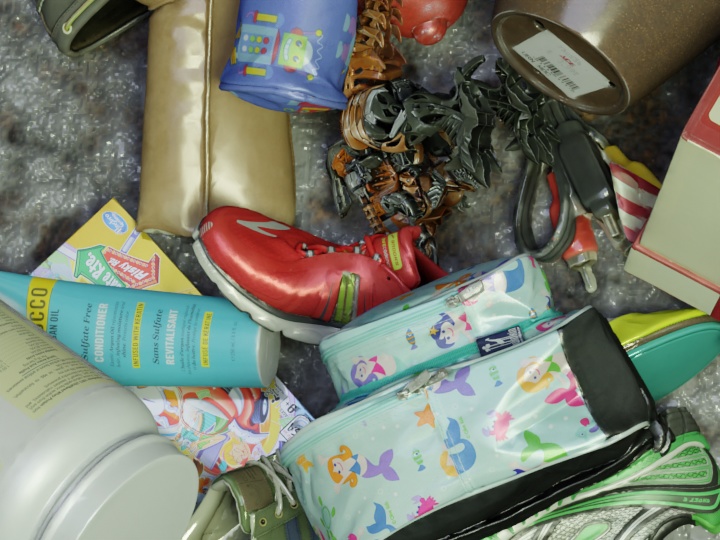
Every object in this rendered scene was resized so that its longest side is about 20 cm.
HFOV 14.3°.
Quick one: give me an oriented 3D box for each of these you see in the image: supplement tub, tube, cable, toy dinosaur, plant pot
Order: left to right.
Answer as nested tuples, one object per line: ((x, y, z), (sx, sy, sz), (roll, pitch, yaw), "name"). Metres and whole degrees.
((-0.206, 0.104, 1.641), (0.200, 0.145, 0.145), (34, 84, 23), "supplement tub")
((-0.149, 0.039, 1.726), (0.199, 0.050, 0.078), (2, 79, 14), "tube")
((0.031, -0.083, 1.713), (0.135, 0.200, 0.102), (-3, 32, 33), "toy dinosaur")
((0.124, -0.080, 1.760), (0.097, 0.050, 0.200), (-29, 62, 19), "cable")
((0.165, -0.195, 1.672), (0.187, 0.187, 0.200), (29, 71, 14), "plant pot")

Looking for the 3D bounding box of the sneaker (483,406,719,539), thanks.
((0.126, 0.163, 1.673), (0.200, 0.078, 0.085), (-32, 76, 0), "sneaker")

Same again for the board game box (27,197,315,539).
((-0.133, 0.073, 1.754), (0.134, 0.034, 0.200), (-43, 75, -2), "board game box")

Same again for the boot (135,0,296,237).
((-0.123, -0.120, 1.735), (0.175, 0.066, 0.201), (1, 98, -6), "boot")

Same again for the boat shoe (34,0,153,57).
((-0.112, -0.201, 1.796), (0.201, 0.072, 0.060), (-27, 73, 8), "boat shoe")

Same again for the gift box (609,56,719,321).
((0.256, -0.066, 1.635), (0.200, 0.187, 0.185), (32, 64, 11), "gift box")

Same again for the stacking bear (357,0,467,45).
((0.056, -0.237, 1.763), (0.121, 0.114, 0.200), (22, 86, 13), "stacking bear")

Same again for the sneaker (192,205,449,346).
((0.000, 0.000, 1.686), (0.200, 0.085, 0.077), (23, 39, -13), "sneaker")

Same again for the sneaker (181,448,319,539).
((-0.043, 0.139, 1.682), (0.200, 0.090, 0.067), (-45, 46, 4), "sneaker")

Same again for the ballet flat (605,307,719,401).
((0.122, 0.069, 1.707), (0.200, 0.067, 0.067), (-36, 54, 1), "ballet flat")

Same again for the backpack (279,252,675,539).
((0.052, 0.083, 1.590), (0.200, 0.178, 0.151), (-31, 84, 6), "backpack")

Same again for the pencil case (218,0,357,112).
((-0.029, -0.190, 1.693), (0.078, 0.087, 0.201), (11, 86, -1), "pencil case")
